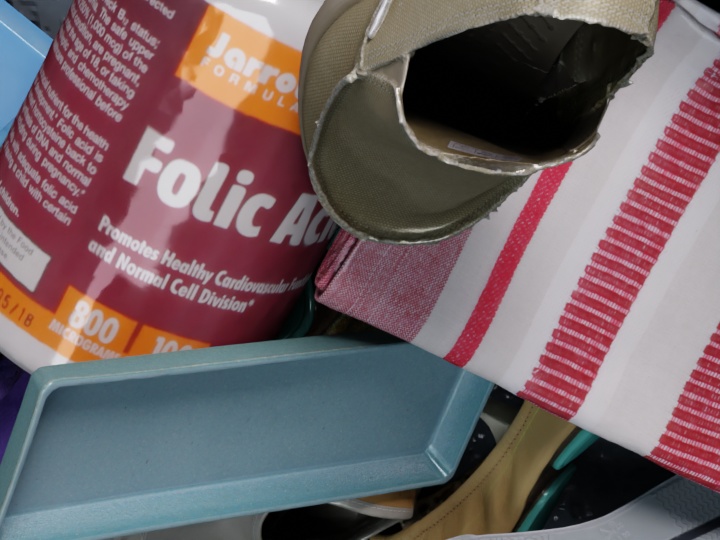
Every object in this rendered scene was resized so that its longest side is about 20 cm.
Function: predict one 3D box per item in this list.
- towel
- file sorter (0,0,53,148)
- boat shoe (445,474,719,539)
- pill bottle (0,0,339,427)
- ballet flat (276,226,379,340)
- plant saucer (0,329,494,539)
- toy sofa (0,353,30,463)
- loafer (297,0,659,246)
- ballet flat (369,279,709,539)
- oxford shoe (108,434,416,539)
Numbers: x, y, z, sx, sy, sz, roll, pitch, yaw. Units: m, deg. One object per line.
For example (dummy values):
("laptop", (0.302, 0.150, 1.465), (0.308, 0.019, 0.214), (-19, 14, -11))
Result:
("towel", (0.103, -0.011, 0.766), (0.199, 0.023, 0.144), (26, 102, -14))
("file sorter", (-0.229, -0.063, 0.834), (0.200, 0.123, 0.139), (39, 124, -4))
("boat shoe", (0.076, 0.130, 0.832), (0.199, 0.074, 0.067), (-15, 142, -19))
("pill bottle", (-0.046, -0.059, 0.769), (0.114, 0.114, 0.201), (29, 109, -1))
("ballet flat", (0.000, 0.000, 0.843), (0.200, 0.071, 0.071), (-34, 105, 33))
("plant saucer", (-0.034, 0.051, 0.775), (0.019, 0.199, 0.070), (46, 126, 37))
("toy sofa", (-0.165, 0.089, 0.925), (0.200, 0.098, 0.083), (-37, 103, 31))
("loafer", (0.028, -0.053, 0.642), (0.075, 0.069, 0.200), (12, 151, -11))
("ballet flat", (0.061, 0.055, 0.852), (0.063, 0.069, 0.200), (40, 124, 11))
("oxford shoe", (-0.051, 0.106, 0.903), (0.075, 0.058, 0.200), (13, 144, -41))
